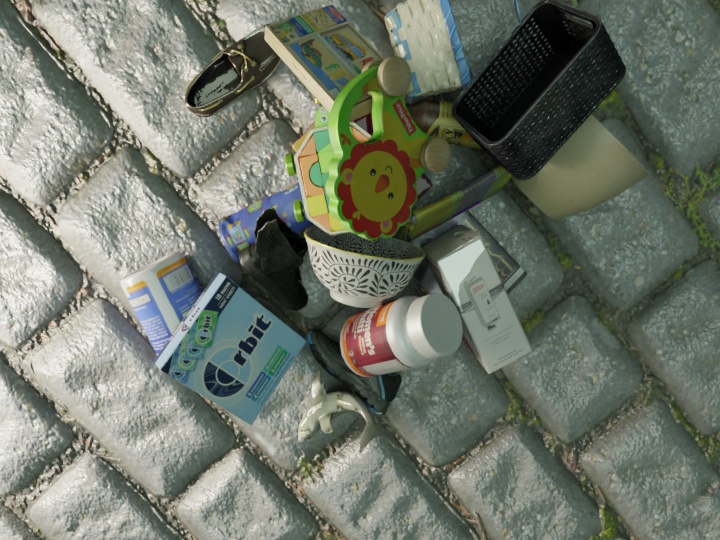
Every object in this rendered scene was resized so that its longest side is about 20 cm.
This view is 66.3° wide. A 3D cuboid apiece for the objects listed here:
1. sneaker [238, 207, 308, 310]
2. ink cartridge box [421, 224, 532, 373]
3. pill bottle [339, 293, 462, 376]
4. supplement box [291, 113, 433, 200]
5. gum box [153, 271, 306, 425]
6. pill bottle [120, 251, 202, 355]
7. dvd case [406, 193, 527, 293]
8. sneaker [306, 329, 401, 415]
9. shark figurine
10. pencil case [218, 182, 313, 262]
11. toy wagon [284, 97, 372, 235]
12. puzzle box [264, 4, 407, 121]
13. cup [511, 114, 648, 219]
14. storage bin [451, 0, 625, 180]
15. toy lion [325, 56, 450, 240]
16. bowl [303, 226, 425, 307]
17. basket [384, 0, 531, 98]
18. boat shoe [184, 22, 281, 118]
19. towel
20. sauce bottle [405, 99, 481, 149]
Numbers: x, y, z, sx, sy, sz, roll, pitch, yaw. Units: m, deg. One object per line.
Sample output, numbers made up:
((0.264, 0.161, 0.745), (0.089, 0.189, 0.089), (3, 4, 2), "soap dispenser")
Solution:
((-0.118, -0.012, 0.892), (0.103, 0.061, 0.200), (-29, 135, 17), "sneaker")
((0.184, 0.041, 0.900), (0.081, 0.147, 0.204), (-27, 101, 2), "ink cartridge box")
((0.061, 0.103, 0.878), (0.107, 0.198, 0.113), (13, 67, -34), "pill bottle")
((0.002, -0.170, 0.888), (0.131, 0.103, 0.200), (-43, 101, 7), "supplement box")
((-0.207, 0.132, 0.908), (0.200, 0.044, 0.172), (44, 74, -35), "gum box")
((-0.308, 0.082, 0.928), (0.110, 0.112, 0.204), (-22, 102, 3), "pill bottle")
((0.177, -0.009, 0.972), (0.200, 0.016, 0.149), (43, 97, -10), "dvd case")
((-0.013, 0.166, 0.987), (0.200, 0.073, 0.082), (43, 74, -10), "sneaker")
((-0.020, 0.250, 0.980), (0.088, 0.211, 0.132), (21, 69, -43), "shark figurine")
((-0.137, -0.091, 0.913), (0.196, 0.088, 0.079), (-26, 127, 5), "pencil case")
((-0.035, -0.159, 0.816), (0.151, 0.040, 0.206), (-10, 103, 1), "toy wagon")
((-0.035, -0.310, 0.818), (0.132, 0.026, 0.201), (-31, 71, -29), "puzzle box")
((0.321, -0.167, 0.865), (0.199, 0.201, 0.144), (38, 113, -9), "cup")
((0.240, -0.247, 0.759), (0.093, 0.136, 0.201), (31, 108, -39), "storage bin")
((0.022, -0.154, 0.759), (0.191, 0.068, 0.202), (-44, 120, -14), "toy lion")
((0.000, 0.000, 0.874), (0.195, 0.201, 0.097), (9, 103, -4), "bowl")
((0.144, -0.359, 0.827), (0.195, 0.139, 0.181), (-13, 104, 18), "basket")
((-0.196, -0.318, 0.871), (0.198, 0.060, 0.073), (-36, 100, 6), "boat shoe")
((0.151, -0.109, 0.872), (0.197, 0.144, 0.023), (-29, 80, -5), "towel")
((0.130, -0.242, 0.898), (0.194, 0.065, 0.067), (8, 102, -2), "sauce bottle")
